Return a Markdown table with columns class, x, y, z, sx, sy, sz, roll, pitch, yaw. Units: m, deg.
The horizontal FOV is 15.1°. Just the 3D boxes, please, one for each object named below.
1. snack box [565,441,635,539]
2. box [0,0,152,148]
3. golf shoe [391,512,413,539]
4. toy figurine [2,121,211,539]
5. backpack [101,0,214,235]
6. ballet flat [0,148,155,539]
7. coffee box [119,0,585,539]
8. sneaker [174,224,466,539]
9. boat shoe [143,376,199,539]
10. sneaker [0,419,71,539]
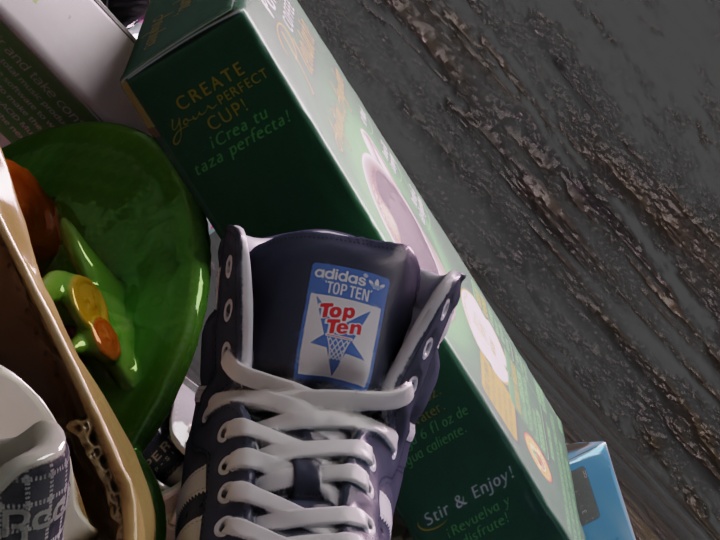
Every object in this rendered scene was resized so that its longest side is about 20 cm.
| class | x | y | z | sx | sy | sz | roll | pitch | yaw |
| --- | --- | --- | --- | --- | --- | --- | --- | --- | --- |
| snack box | 0.033 | 0.125 | 0.983 | 0.200 | 0.037 | 0.117 | -10 | -80 | 57 |
| box | -0.156 | -0.062 | 0.894 | 0.144 | 0.036 | 0.200 | 47 | -35 | -20 |
| golf shoe | -0.004 | 0.136 | 0.801 | 0.078 | 0.097 | 0.200 | 56 | 2 | -5 |
| toy figurine | -0.149 | 0.001 | 0.723 | 0.184 | 0.150 | 0.201 | 38 | 27 | -43 |
| backpack | -0.118 | -0.072 | 1.238 | 0.127 | 0.167 | 0.200 | 52 | 12 | -13 |
| ballet flat | -0.105 | -0.003 | 0.638 | 0.200 | 0.068 | 0.063 | 58 | -7 | -8 |
| coffee box | 0.000 | 0.000 | 0.823 | 0.200 | 0.044 | 0.123 | 58 | 10 | -16 |
| sneaker | -0.014 | 0.058 | 0.673 | 0.070 | 0.109 | 0.200 | 12 | 23 | -6 |
| boat shoe | -0.069 | 0.068 | 0.965 | 0.200 | 0.072 | 0.069 | 42 | -5 | 23 |
| sneaker | -0.154 | 0.024 | 0.563 | 0.199 | 0.081 | 0.076 | 25 | 30 | 0 |
